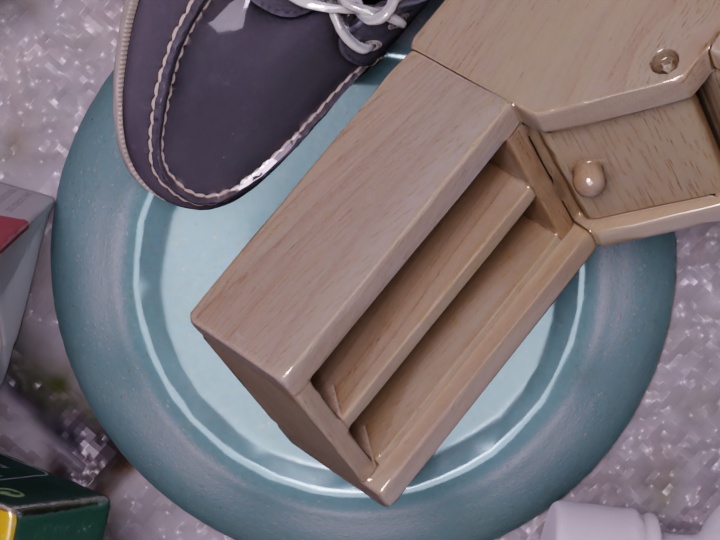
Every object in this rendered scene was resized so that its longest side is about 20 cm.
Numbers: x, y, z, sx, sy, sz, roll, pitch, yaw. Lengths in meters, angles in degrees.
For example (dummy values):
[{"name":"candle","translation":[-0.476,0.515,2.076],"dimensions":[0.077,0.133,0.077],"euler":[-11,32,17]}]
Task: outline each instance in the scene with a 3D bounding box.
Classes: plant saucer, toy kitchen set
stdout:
[{"name":"plant saucer","translation":[0.000,0.000,0.785],"dimensions":[0.200,0.036,0.200],"euler":[0,99,2]},{"name":"toy kitchen set","translation":[0.105,0.026,0.699],"dimensions":[0.200,0.163,0.180],"euler":[32,76,34]}]

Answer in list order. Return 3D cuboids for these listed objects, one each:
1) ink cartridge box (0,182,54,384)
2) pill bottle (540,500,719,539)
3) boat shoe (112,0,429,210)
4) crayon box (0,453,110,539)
[{"name":"ink cartridge box","translation":[-0.202,-0.013,0.747],"dimensions":[0.200,0.116,0.068],"euler":[16,100,-1]},{"name":"pill bottle","translation":[0.150,0.128,0.756],"dimensions":[0.200,0.120,0.120],"euler":[9,99,0]},{"name":"boat shoe","translation":[-0.008,-0.096,0.705],"dimensions":[0.073,0.063,0.200],"euler":[25,108,-26]},{"name":"crayon box","translation":[-0.159,0.146,0.777],"dimensions":[0.126,0.052,0.200],"euler":[19,99,30]}]
